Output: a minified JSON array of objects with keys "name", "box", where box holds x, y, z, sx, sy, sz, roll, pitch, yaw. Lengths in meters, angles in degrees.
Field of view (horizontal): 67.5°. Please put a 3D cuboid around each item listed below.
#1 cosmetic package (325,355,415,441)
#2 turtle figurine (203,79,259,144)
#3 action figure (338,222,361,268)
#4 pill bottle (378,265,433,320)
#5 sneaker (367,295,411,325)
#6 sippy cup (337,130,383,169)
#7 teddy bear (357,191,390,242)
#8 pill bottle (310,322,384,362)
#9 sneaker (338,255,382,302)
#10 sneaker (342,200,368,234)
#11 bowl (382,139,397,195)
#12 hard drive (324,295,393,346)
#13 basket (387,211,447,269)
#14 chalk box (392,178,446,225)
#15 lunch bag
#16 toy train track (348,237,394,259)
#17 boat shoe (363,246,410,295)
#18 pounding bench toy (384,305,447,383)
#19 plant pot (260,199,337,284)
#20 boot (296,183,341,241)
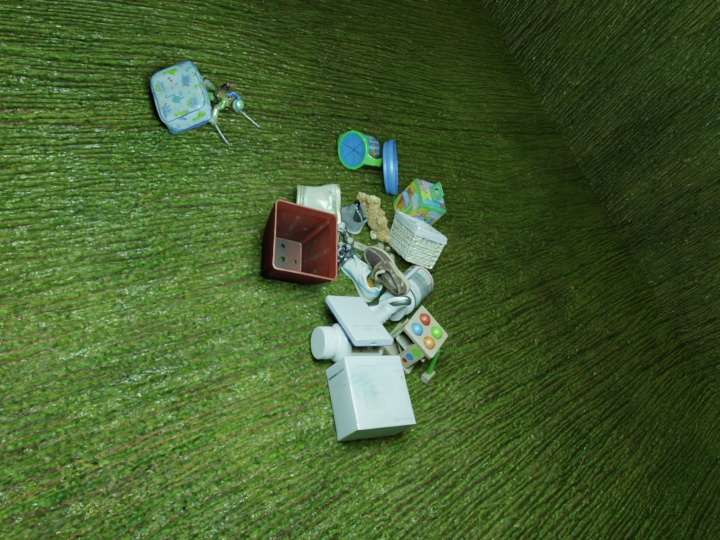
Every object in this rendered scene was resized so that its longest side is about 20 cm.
[{"name":"cosmetic package","box":[0.027,0.355,1.509,0.196,0.123,0.204,5,60,-34]},{"name":"turtle figurine","box":[-0.460,-0.525,1.754,0.192,0.201,0.145,33,73,17]},{"name":"action figure","box":[-0.088,-0.086,1.693,0.197,0.102,0.120,25,66,5]},{"name":"pill bottle","box":[0.151,0.076,1.788,0.114,0.114,0.199,50,46,2]},{"name":"sneaker","box":[0.071,0.133,1.659,0.073,0.197,0.082,10,61,-67]},{"name":"sippy cup","box":[0.004,-0.453,2.022,0.129,0.138,0.181,-19,86,-54]},{"name":"teddy bear","box":[0.043,-0.180,1.856,0.144,0.202,0.067,30,59,31]},{"name":"pill bottle","box":[-0.038,0.210,1.559,0.197,0.114,0.116,6,58,-33]},{"name":"sneaker","box":[0.000,0.000,1.749,0.076,0.081,0.202,-29,80,-42]},{"name":"sneaker","box":[-0.056,-0.215,1.822,0.198,0.115,0.076,32,47,-16]},{"name":"bowl","box":[0.112,-0.386,2.027,0.038,0.202,0.204,-2,54,9]},{"name":"hard drive","box":[-0.006,0.144,1.549,0.130,0.026,0.201,5,31,-34]},{"name":"basket","box":[0.189,-0.105,1.872,0.133,0.125,0.200,18,14,-26]},{"name":"chalk box","box":[0.230,-0.249,1.998,0.122,0.200,0.127,10,56,-31]},{"name":"lunch bag","box":[-0.549,-0.528,1.644,0.158,0.083,0.203,-23,70,-2]},{"name":"toy train track","box":[0.040,-0.074,1.861,0.197,0.033,0.117,20,52,-25]},{"name":"boat shoe","box":[0.070,0.002,1.674,0.071,0.073,0.201,-12,56,-50]},{"name":"pounding bench toy","box":[0.197,0.242,1.684,0.201,0.156,0.124,48,45,0]},{"name":"plant pot","box":[-0.192,-0.059,1.562,0.196,0.175,0.204,11,68,-29]},{"name":"boot","box":[-0.137,-0.180,1.760,0.151,0.072,0.205,-1,102,-3]}]
